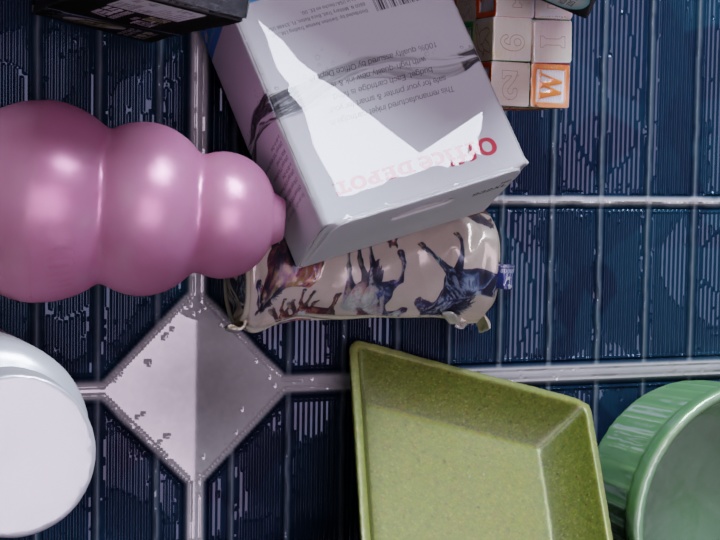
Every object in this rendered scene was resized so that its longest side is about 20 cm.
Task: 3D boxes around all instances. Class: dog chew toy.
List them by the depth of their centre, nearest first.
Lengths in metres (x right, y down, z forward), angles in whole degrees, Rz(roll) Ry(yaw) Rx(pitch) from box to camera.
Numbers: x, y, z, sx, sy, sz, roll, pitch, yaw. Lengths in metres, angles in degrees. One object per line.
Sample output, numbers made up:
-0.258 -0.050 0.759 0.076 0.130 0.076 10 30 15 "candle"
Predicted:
-0.146 -0.038 1.040 0.200 0.125 0.125 5 92 -5 "dog chew toy"

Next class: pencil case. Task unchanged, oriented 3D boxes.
0.000 0.000 1.143 0.200 0.078 0.090 -2 72 -23 "pencil case"

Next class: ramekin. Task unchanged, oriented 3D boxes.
0.263 0.174 1.254 0.200 0.098 0.200 -2 95 -22 "ramekin"

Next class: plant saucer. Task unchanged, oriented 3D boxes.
0.076 0.161 1.160 0.200 0.048 0.200 16 46 -23 "plant saucer"

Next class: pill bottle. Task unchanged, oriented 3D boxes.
-0.221 0.093 0.994 0.114 0.200 0.114 -2 94 -22 "pill bottle"

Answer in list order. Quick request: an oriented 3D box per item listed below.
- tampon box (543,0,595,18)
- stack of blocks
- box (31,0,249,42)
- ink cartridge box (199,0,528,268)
0.076 -0.266 1.015 0.200 0.150 0.126 23 77 8 "tampon box"
0.091 -0.208 1.145 0.059 0.115 0.200 0 94 -22 "stack of blocks"
-0.122 -0.229 1.010 0.086 0.200 0.164 11 90 -22 "box"
-0.005 -0.121 1.092 0.145 0.084 0.200 -18 76 -21 "ink cartridge box"
